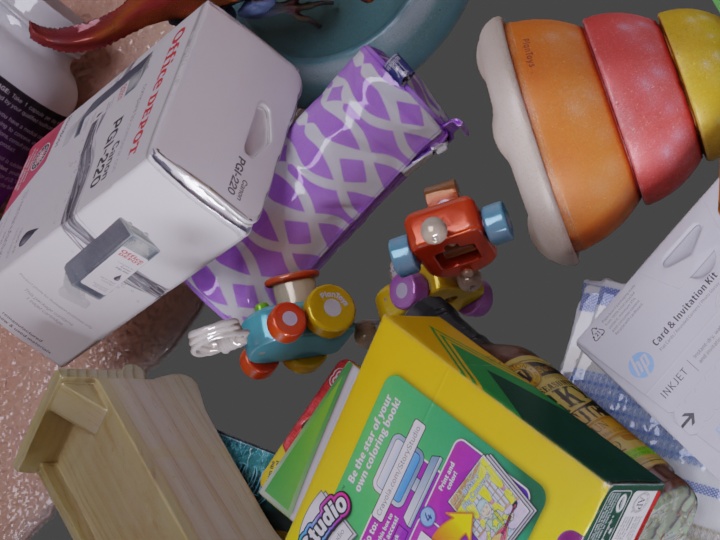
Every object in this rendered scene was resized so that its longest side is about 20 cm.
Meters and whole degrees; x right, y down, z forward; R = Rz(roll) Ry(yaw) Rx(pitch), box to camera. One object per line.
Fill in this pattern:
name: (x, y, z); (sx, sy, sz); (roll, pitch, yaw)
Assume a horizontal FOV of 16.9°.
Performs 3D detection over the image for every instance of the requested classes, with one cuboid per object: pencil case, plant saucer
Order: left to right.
pencil case: (-0.024, -0.045, 1.481); (0.086, 0.084, 0.200); (45, 101, 13)
plant saucer: (-0.012, -0.203, 1.563); (0.199, 0.027, 0.202); (-13, 65, 29)

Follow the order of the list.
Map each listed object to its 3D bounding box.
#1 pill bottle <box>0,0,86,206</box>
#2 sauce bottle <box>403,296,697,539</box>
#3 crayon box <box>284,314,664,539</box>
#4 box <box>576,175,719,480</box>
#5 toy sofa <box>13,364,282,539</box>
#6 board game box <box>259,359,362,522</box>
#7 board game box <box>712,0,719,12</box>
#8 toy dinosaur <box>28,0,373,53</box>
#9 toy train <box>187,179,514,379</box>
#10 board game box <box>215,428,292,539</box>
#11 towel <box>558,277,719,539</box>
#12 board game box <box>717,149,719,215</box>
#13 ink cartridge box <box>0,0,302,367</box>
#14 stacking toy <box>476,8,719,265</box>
pill bottle: (-0.268, -0.103, 1.640); (0.200, 0.112, 0.112); (-51, 53, 6)
sauce bottle: (0.095, 0.085, 1.327); (0.200, 0.065, 0.065); (39, 95, 33)
crayon box: (0.046, 0.153, 1.288); (0.172, 0.058, 0.201); (37, 110, 37)
box: (0.235, 0.047, 1.273); (0.200, 0.041, 0.156); (43, 95, 26)
toy sofa: (-0.120, 0.151, 1.436); (0.200, 0.097, 0.083); (55, 129, 39)
board game box: (0.025, 0.133, 1.377); (0.200, 0.030, 0.096); (36, 92, 38)
board game box: (0.262, -0.161, 1.326); (0.134, 0.029, 0.201); (-19, 57, -11)
toy dinosaur: (-0.074, -0.169, 1.488); (0.200, 0.105, 0.181); (-40, 20, -21)
toy train: (0.000, 0.000, 1.390); (0.199, 0.150, 0.056); (-20, 69, 15)
board game box: (-0.042, 0.183, 1.432); (0.199, 0.028, 0.136); (18, 81, 37)
towel: (0.161, 0.109, 1.332); (0.146, 0.024, 0.202); (12, 81, 34)
board game box: (0.300, -0.041, 1.145); (0.198, 0.201, 0.201); (-21, 59, -5)
ink cartridge box: (-0.138, -0.051, 1.489); (0.199, 0.085, 0.146); (-32, 30, 39)
stacking toy: (0.174, -0.097, 1.357); (0.198, 0.146, 0.147); (-18, 62, 8)
